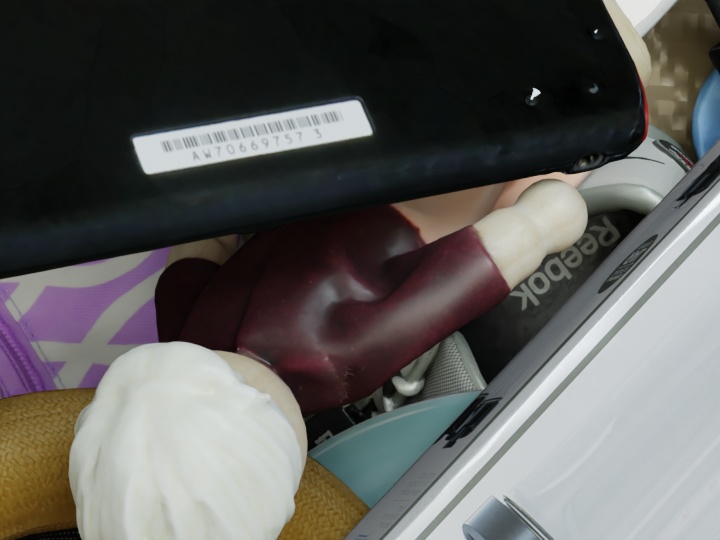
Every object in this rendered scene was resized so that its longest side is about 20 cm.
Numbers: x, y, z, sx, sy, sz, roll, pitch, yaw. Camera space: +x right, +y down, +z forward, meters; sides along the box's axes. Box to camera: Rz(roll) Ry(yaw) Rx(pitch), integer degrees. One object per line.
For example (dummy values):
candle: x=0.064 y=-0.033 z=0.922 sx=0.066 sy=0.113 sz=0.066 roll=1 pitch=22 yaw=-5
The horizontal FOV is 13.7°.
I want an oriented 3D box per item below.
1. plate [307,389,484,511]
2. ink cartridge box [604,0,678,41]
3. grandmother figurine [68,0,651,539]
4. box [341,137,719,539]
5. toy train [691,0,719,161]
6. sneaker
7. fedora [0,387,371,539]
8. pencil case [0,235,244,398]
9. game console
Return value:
plate: x=0.052 y=0.118 z=0.770 sx=0.199 sy=0.026 sz=0.201 roll=4 pitch=123 yaw=7
ink cartridge box: x=0.068 y=-0.140 z=0.772 sx=0.117 sy=0.067 sz=0.200 roll=42 pitch=95 yaw=-2
grandmother figurine: x=0.000 y=0.000 z=0.696 sx=0.121 sy=0.200 sz=0.061 roll=-19 pitch=113 yaw=45
box: x=0.079 y=0.057 z=0.684 sx=0.117 sy=0.060 sz=0.200 roll=44 pitch=80 yaw=-6
toy train: x=0.167 y=-0.007 z=0.775 sx=0.114 sy=0.087 sz=0.201 roll=-28 pitch=92 yaw=-5
sneaker: x=0.013 y=0.041 z=0.781 sx=0.074 sy=0.089 sz=0.200 roll=39 pitch=97 yaw=-3
fedora: x=-0.068 y=0.125 z=0.715 sx=0.199 sy=0.082 sz=0.202 roll=4 pitch=82 yaw=-29
pencil case: x=-0.095 y=-0.036 z=0.740 sx=0.083 sy=0.086 sz=0.200 roll=-10 pitch=129 yaw=32
game console: x=-0.052 y=-0.082 z=0.662 sx=0.199 sy=0.031 sz=0.178 roll=-12 pitch=65 yaw=-26
